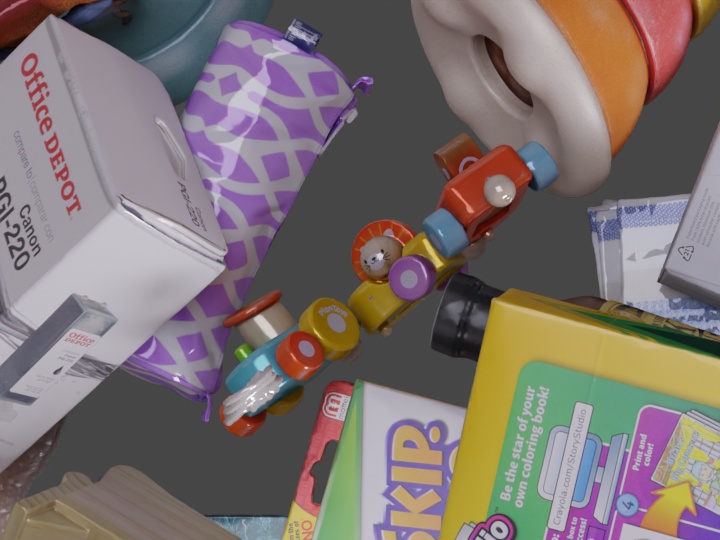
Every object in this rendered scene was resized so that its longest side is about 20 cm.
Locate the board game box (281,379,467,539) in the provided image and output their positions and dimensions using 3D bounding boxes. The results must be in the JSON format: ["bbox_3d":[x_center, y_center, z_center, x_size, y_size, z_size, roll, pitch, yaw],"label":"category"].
[{"bbox_3d":[0.063,0.120,1.188,0.198,0.030,0.096,14,80,15],"label":"board game box"}]

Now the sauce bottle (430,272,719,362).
[{"bbox_3d":[0.132,0.051,1.170,0.198,0.065,0.065,17,82,9],"label":"sauce bottle"}]

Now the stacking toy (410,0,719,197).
[{"bbox_3d":[0.138,-0.145,1.220,0.199,0.146,0.146,-35,74,-15],"label":"stacking toy"}]

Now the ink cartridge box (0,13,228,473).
[{"bbox_3d":[-0.175,-0.004,1.205,0.200,0.085,0.146,-40,47,18],"label":"ink cartridge box"}]

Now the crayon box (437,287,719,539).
[{"bbox_3d":[0.124,0.127,1.118,0.171,0.058,0.202,15,98,13],"label":"crayon box"}]

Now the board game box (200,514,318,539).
[{"bbox_3d":[-0.005,0.190,1.212,0.198,0.028,0.137,0,76,11],"label":"board game box"}]

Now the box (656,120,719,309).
[{"bbox_3d":[0.265,-0.028,1.180,0.199,0.041,0.157,22,80,4],"label":"box"}]

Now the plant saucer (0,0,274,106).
[{"bbox_3d":[-0.139,-0.181,1.317,0.198,0.027,0.202,-2,77,11],"label":"plant saucer"}]

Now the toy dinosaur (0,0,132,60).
[{"bbox_3d":[-0.151,-0.135,1.225,0.180,0.105,0.201,-10,43,36],"label":"toy dinosaur"}]

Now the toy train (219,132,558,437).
[{"bbox_3d":[0.000,0.000,1.180,0.199,0.150,0.056,-36,81,-8],"label":"toy train"}]

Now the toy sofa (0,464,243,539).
[{"bbox_3d":[-0.082,0.181,1.179,0.199,0.097,0.083,28,110,19],"label":"toy sofa"}]

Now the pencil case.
[{"bbox_3d":[-0.071,-0.031,1.248,0.085,0.084,0.201,28,86,-8],"label":"pencil case"}]

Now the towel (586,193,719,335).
[{"bbox_3d":[0.193,0.056,1.205,0.145,0.024,0.202,-5,79,8],"label":"towel"}]
